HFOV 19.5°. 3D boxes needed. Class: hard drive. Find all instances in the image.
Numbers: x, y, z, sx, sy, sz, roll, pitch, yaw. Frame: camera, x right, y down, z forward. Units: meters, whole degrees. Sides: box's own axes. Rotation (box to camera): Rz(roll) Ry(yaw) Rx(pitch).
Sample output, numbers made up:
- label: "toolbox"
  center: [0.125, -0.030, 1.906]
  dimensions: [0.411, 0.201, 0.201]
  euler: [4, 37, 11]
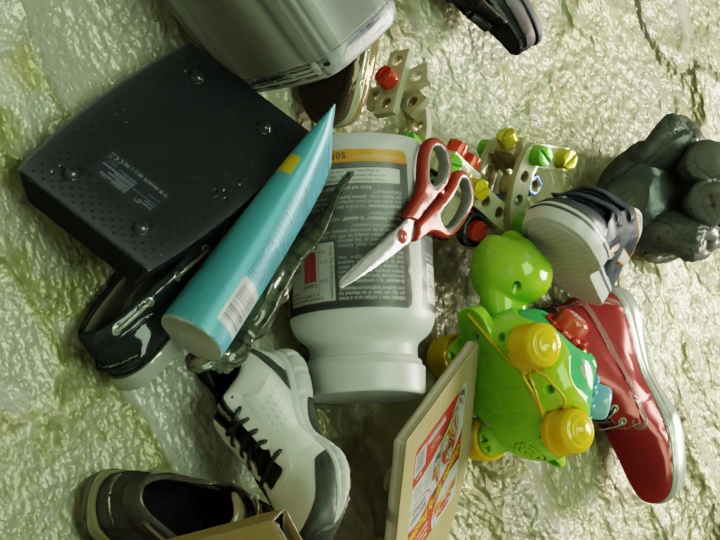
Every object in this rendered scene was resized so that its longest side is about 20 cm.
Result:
- label: "hard drive"
  center: [-0.142, -0.076, 1.517]
  dimensions: [0.135, 0.042, 0.200]
  euler: [37, 48, 10]

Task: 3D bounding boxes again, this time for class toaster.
- label: "toaster"
  center: [-0.061, -0.213, 1.554]
  dimensions: [0.114, 0.200, 0.129]
  euler: [-46, 113, -28]

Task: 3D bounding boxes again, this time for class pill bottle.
- label: "pill bottle"
  center: [0.000, 0.000, 1.627]
  dimensions: [0.116, 0.116, 0.200]
  euler: [8, 76, -43]

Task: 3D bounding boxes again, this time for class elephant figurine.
- label: "elephant figurine"
  center: [0.304, -0.063, 1.934]
  dimensions: [0.142, 0.155, 0.200]
  euler: [-62, 160, 8]

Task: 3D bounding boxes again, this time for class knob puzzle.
- label: "knob puzzle"
  center: [0.044, 0.177, 1.648]
  dimensions: [0.220, 0.030, 0.220]
  euler: [13, 90, -74]

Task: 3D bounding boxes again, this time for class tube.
- label: "tube"
  center: [-0.069, -0.027, 1.506]
  dimensions: [0.050, 0.077, 0.200]
  euler: [30, 64, 8]

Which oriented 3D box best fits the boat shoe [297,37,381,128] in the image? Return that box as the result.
- label: "boat shoe"
  center: [-0.004, -0.206, 1.703]
  dimensions: [0.076, 0.072, 0.200]
  euler: [23, 66, -52]

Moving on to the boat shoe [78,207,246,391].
- label: "boat shoe"
  center: [-0.134, -0.005, 1.528]
  dimensions: [0.060, 0.076, 0.200]
  euler: [52, 50, -31]

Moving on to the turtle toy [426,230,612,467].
- label: "turtle toy"
  center: [0.135, 0.068, 1.717]
  dimensions: [0.101, 0.146, 0.200]
  euler: [-26, 100, -35]

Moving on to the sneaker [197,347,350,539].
- label: "sneaker"
  center: [-0.067, 0.129, 1.527]
  dimensions: [0.080, 0.074, 0.200]
  euler: [15, 29, -31]

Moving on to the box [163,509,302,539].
- label: "box"
  center: [-0.096, 0.252, 1.426]
  dimensions: [0.164, 0.200, 0.021]
  euler: [63, 34, -14]

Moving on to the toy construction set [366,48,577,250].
- label: "toy construction set"
  center: [0.085, -0.094, 1.744]
  dimensions: [0.200, 0.092, 0.131]
  euler: [34, 76, -28]

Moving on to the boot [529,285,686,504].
- label: "boot"
  center: [0.203, 0.121, 1.833]
  dimensions: [0.144, 0.072, 0.200]
  euler: [-15, 84, -44]

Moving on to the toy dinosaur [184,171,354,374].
- label: "toy dinosaur"
  center: [-0.078, 0.006, 1.560]
  dimensions: [0.047, 0.088, 0.200]
  euler: [49, 60, -32]

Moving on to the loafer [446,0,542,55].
- label: "loafer"
  center: [0.077, -0.260, 1.800]
  dimensions: [0.063, 0.072, 0.200]
  euler: [-42, 106, -19]

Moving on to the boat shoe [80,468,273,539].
- label: "boat shoe"
  center: [-0.107, 0.190, 1.515]
  dimensions: [0.200, 0.073, 0.075]
  euler: [17, 70, -41]

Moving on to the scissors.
- label: "scissors"
  center: [0.039, -0.025, 1.573]
  dimensions: [0.073, 0.014, 0.200]
  euler: [62, 38, -28]

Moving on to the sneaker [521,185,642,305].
- label: "sneaker"
  center: [0.186, -0.037, 1.746]
  dimensions: [0.079, 0.078, 0.200]
  euler: [-60, 164, -9]
